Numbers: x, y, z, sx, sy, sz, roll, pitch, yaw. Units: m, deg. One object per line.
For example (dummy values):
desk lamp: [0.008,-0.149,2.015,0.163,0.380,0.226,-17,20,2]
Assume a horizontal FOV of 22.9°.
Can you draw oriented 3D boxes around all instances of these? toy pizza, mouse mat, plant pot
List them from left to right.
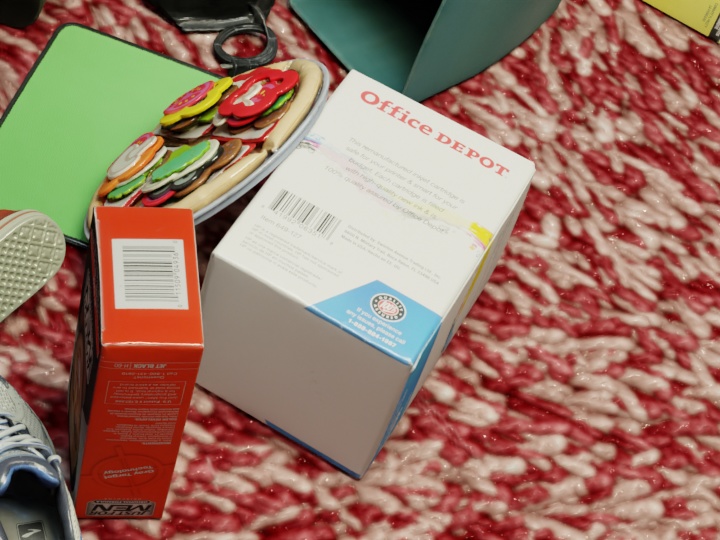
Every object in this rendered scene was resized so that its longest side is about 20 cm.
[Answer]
mouse mat: [-0.183,-0.095,1.302,0.161,0.008,0.200,21,50,1]
toy pizza: [-0.110,-0.088,1.208,0.032,0.200,0.200,55,48,-25]
plant pot: [0.076,-0.243,1.404,0.200,0.141,0.141,-24,63,-37]

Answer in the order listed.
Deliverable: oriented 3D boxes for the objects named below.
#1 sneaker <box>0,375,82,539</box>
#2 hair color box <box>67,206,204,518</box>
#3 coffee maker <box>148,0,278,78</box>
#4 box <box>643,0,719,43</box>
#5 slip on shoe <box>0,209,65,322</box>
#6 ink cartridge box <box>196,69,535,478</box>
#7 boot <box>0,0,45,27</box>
sneaker: [-0.208,0.126,1.078,0.077,0.085,0.200,-16,59,-25]
hair color box: [-0.139,0.060,1.072,0.061,0.200,0.102,1,53,-13]
coffee maker: [-0.098,-0.291,1.347,0.135,0.200,0.192,-31,65,-32]
box: [0.242,-0.277,1.523,0.200,0.050,0.075,31,52,9]
slip on shoe: [-0.283,0.024,1.157,0.061,0.074,0.200,17,48,45]
ink cartridge box: [0.000,0.000,1.189,0.147,0.145,0.200,29,52,8]
boot: [-0.224,-0.292,1.330,0.069,0.200,0.174,28,56,-17]
